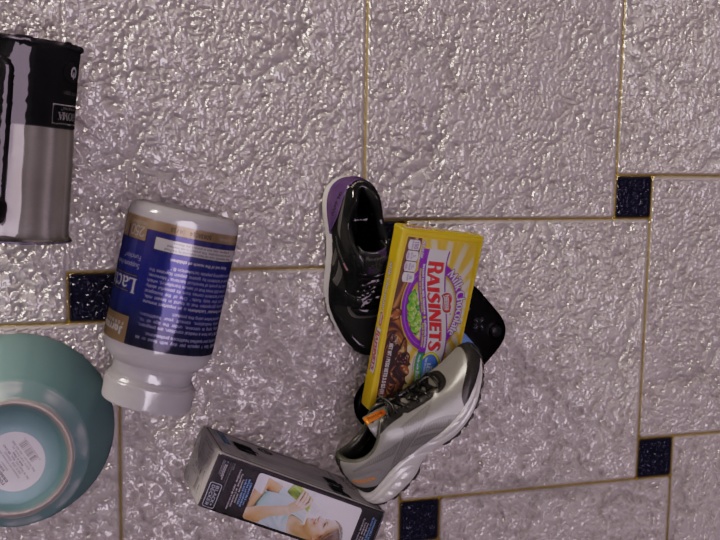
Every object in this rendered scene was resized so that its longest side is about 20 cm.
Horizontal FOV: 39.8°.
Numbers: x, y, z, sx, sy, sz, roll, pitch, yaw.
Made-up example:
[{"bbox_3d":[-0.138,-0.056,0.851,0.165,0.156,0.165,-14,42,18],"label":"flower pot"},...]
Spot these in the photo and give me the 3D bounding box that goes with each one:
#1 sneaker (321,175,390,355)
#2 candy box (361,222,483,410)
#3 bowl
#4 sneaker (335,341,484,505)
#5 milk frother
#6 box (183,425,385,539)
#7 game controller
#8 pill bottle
[{"bbox_3d":[0.000,0.000,1.087,0.074,0.087,0.204,-12,101,-16],"label":"sneaker"},{"bbox_3d":[0.067,0.054,1.076,0.101,0.026,0.204,4,103,-26],"label":"candy box"},{"bbox_3d":[-0.344,0.171,0.993,0.197,0.105,0.205,-2,97,-17],"label":"bowl"},{"bbox_3d":[0.054,0.153,1.047,0.079,0.074,0.201,41,91,-24],"label":"sneaker"},{"bbox_3d":[-0.379,-0.129,0.942,0.197,0.180,0.192,8,96,25],"label":"milk frother"},{"bbox_3d":[-0.084,0.241,1.079,0.198,0.116,0.061,24,87,-17],"label":"box"},{"bbox_3d":[0.079,0.109,1.136,0.200,0.042,0.104,-48,128,-7],"label":"game controller"},{"bbox_3d":[-0.198,0.037,1.015,0.114,0.116,0.204,11,93,-18],"label":"pill bottle"}]
